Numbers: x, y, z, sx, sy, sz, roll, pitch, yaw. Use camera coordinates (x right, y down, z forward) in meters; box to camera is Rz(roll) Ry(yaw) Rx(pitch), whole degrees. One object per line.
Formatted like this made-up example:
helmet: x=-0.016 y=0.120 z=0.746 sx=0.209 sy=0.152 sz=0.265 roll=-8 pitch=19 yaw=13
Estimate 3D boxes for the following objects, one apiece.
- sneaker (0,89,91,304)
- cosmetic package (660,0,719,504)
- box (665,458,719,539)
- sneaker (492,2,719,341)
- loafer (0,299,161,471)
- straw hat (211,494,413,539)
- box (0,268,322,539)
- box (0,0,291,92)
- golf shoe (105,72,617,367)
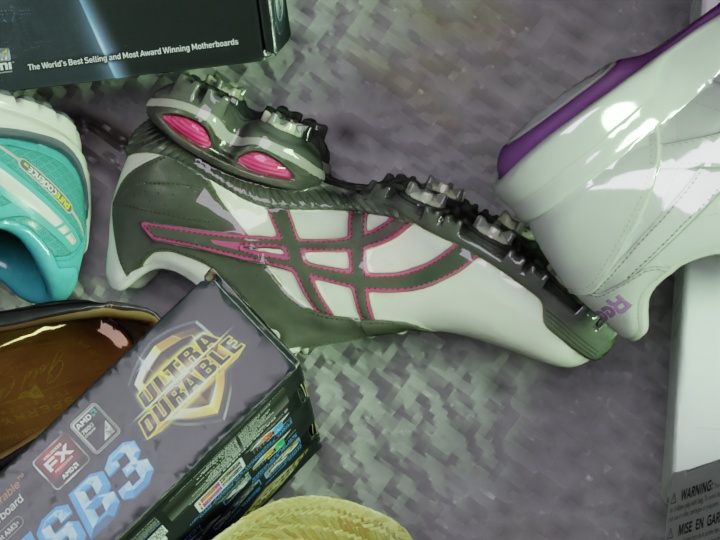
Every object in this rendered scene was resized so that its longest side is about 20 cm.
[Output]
sneaker: x=-0.185 y=-0.029 z=0.972 sx=0.199 sy=0.077 sz=0.080 roll=5 pitch=68 yaw=-30
cosmetic package: x=0.167 y=-0.013 z=0.997 sx=0.101 sy=0.074 sz=0.202 roll=3 pitch=77 yaw=4
box: x=0.212 y=0.126 z=0.909 sx=0.199 sy=0.112 sz=0.102 roll=13 pitch=72 yaw=-19
sneaker: x=0.148 y=-0.053 z=0.944 sx=0.199 sy=0.075 sz=0.100 roll=-33 pitch=92 yaw=1
loafer: x=-0.157 y=0.051 z=0.950 sx=0.199 sy=0.072 sz=0.073 roll=-25 pitch=83 yaw=-35
straw hat: x=-0.057 y=0.171 z=0.956 sx=0.085 sy=0.201 sz=0.202 roll=12 pitch=76 yaw=45
box: x=-0.099 y=0.101 z=0.919 sx=0.200 sy=0.199 sz=0.050 roll=-44 pitch=82 yaw=-6
box: x=-0.135 y=-0.148 z=1.007 sx=0.198 sy=0.044 sz=0.162 roll=-6 pitch=104 yaw=7
golf shoe: x=0.000 y=0.000 z=1.009 sx=0.199 sy=0.077 sz=0.089 roll=25 pitch=97 yaw=12
